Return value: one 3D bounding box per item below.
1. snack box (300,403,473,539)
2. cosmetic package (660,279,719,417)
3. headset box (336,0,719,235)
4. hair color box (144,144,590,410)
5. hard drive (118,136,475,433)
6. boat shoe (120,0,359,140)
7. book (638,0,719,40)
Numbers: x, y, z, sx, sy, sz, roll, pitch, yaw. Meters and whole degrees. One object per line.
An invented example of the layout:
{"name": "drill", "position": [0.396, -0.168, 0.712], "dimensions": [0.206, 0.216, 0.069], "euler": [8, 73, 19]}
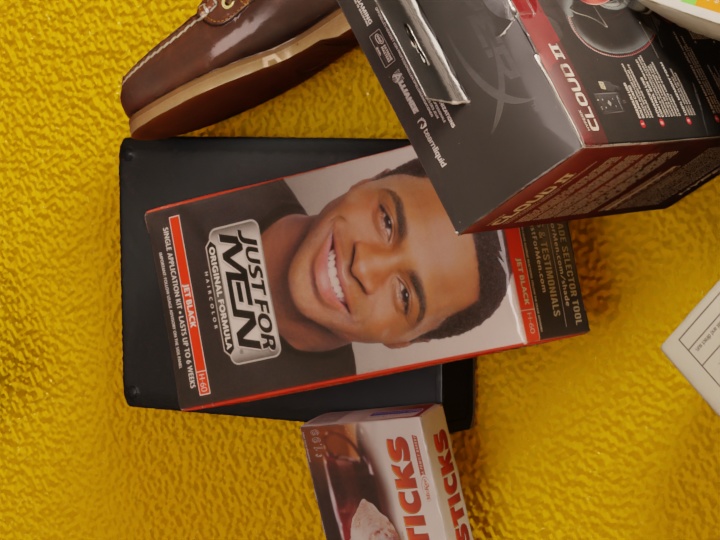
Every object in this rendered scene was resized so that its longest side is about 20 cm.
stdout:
{"name": "snack box", "position": [0.027, 0.164, 1.286], "dimensions": [0.072, 0.024, 0.200], "euler": [-7, 100, 35]}
{"name": "cosmetic package", "position": [0.233, 0.067, 1.122], "dimensions": [0.200, 0.071, 0.105], "euler": [51, 119, 20]}
{"name": "headset box", "position": [0.075, -0.100, 1.139], "dimensions": [0.075, 0.200, 0.149], "euler": [-35, 75, 32]}
{"name": "hair color box", "position": [0.000, 0.000, 1.245], "dimensions": [0.200, 0.061, 0.102], "euler": [-14, 86, 34]}
{"name": "hard drive", "position": [-0.035, 0.004, 1.328], "dimensions": [0.200, 0.033, 0.140], "euler": [3, 96, 34]}
{"name": "boat shoe", "position": [-0.038, -0.127, 1.297], "dimensions": [0.200, 0.070, 0.070], "euler": [-25, 81, 26]}
{"name": "book", "position": [0.221, -0.139, 1.069], "dimensions": [0.200, 0.048, 0.134], "euler": [25, 91, 42]}
